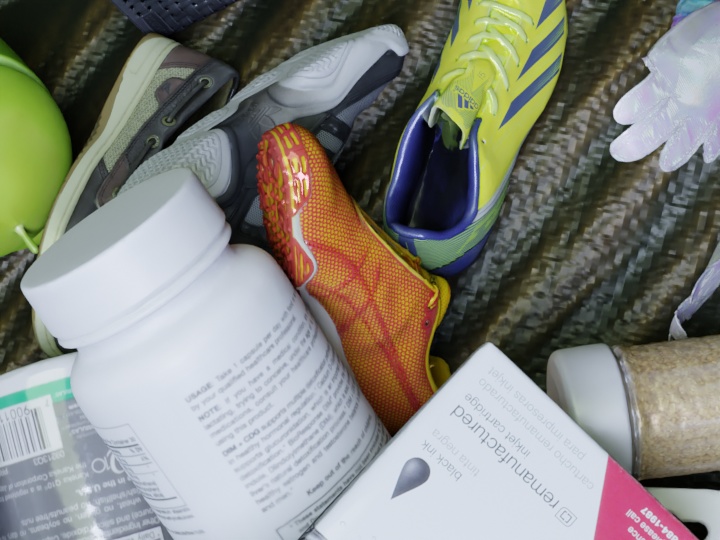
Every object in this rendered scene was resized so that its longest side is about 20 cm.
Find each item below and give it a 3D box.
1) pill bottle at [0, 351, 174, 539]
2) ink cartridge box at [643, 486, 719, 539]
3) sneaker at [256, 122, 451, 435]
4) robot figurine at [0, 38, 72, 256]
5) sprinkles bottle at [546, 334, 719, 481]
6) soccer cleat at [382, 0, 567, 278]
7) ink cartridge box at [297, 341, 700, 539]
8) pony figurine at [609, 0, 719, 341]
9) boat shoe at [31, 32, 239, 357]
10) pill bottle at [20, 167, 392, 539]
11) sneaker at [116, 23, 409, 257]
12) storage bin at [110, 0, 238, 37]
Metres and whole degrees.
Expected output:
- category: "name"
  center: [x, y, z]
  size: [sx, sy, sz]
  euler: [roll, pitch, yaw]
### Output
- category: "pill bottle"
  center: [-0.126, 0.144, 0.825]
  size: [0.112, 0.113, 0.202]
  euler: [-17, 85, 12]
- category: "ink cartridge box"
  center: [0.146, 0.206, 0.760]
  size: [0.116, 0.067, 0.202]
  euler: [0, 77, 19]
- category: "sneaker"
  center: [0.000, 0.000, 0.805]
  size: [0.077, 0.201, 0.073]
  euler: [-25, 42, -2]
- category: "robot figurine"
  center: [-0.235, -0.081, 0.909]
  size: [0.115, 0.176, 0.200]
  euler: [-38, 42, -9]
- category: "sprinkles bottle"
  center: [0.190, 0.059, 0.756]
  size: [0.198, 0.068, 0.069]
  euler: [-7, 73, -3]
- category: "soccer cleat"
  center: [0.063, -0.094, 0.855]
  size: [0.064, 0.084, 0.202]
  euler: [15, 81, 20]
- category: "ink cartridge box"
  center: [0.033, 0.155, 0.671]
  size: [0.145, 0.083, 0.200]
  euler: [43, 76, 5]
- category: "pony figurine"
  center: [0.219, -0.068, 0.776]
  size: [0.199, 0.167, 0.193]
  euler: [15, 51, 30]
- category: "boat shoe"
  center: [-0.122, -0.042, 0.896]
  size: [0.065, 0.072, 0.202]
  euler: [11, 64, 14]
- category: "pill bottle"
  center: [-0.064, 0.060, 0.753]
  size: [0.113, 0.113, 0.201]
  euler: [-30, 108, 8]
- category: "sneaker"
  center: [-0.034, -0.047, 0.881]
  size: [0.200, 0.075, 0.114]
  euler: [-39, 109, -27]
- category: "storage bin"
  center: [-0.129, -0.252, 0.928]
  size: [0.093, 0.135, 0.201]
  euler: [-24, 70, 10]
